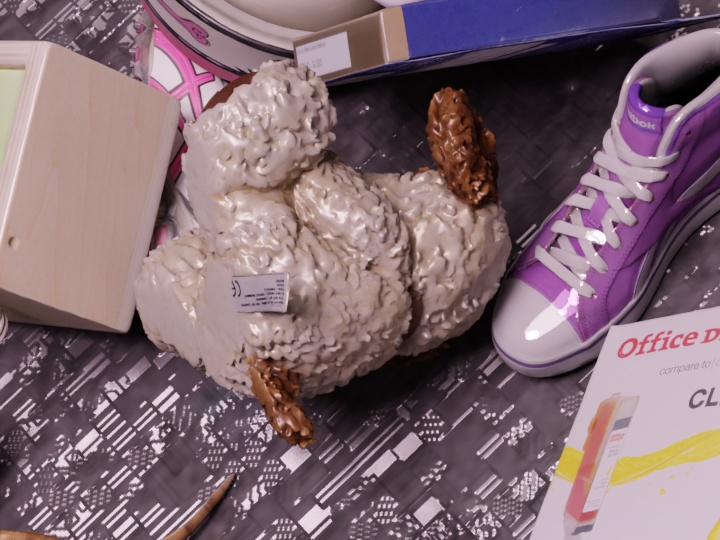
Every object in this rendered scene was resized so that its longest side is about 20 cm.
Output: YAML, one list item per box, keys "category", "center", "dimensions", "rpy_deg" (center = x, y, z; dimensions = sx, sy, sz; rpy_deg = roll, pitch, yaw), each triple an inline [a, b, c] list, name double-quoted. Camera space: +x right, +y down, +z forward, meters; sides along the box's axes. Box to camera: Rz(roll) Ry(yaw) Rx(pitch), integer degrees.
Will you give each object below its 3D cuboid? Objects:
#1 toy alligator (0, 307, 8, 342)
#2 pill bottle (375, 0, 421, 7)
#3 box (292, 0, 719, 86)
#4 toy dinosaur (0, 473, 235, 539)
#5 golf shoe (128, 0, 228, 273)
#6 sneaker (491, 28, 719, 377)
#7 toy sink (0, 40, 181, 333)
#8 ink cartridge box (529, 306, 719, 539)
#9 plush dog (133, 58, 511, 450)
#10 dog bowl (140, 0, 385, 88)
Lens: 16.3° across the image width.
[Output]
- category: "toy alligator"
  center: [-0.226, 0.103, 1.351]
  dimensions: [0.201, 0.054, 0.059]
  rpy_deg: [-55, 49, 16]
- category: "pill bottle"
  center: [0.089, -0.211, 1.338]
  dimensions: [0.199, 0.113, 0.112]
  rpy_deg: [-18, 54, -30]
- category: "box"
  center: [0.078, -0.126, 1.294]
  dimensions: [0.198, 0.121, 0.033]
  rpy_deg: [-9, 91, -23]
- category: "toy dinosaur"
  center: [-0.165, 0.159, 1.312]
  dimensions: [0.198, 0.060, 0.107]
  rpy_deg: [5, 108, -14]
- category: "golf shoe"
  center: [-0.083, -0.067, 1.400]
  dimensions: [0.091, 0.073, 0.202]
  rpy_deg: [-5, 69, 1]
- category: "sneaker"
  center: [0.129, -0.042, 1.284]
  dimensions: [0.073, 0.114, 0.201]
  rpy_deg: [37, 83, 28]
- category: "toy sink"
  center: [-0.213, -0.048, 1.361]
  dimensions: [0.199, 0.112, 0.131]
  rpy_deg: [6, 79, 43]
- category: "ink cartridge box"
  center: [0.158, 0.118, 1.165]
  dimensions: [0.145, 0.083, 0.201]
  rpy_deg: [-13, 45, 49]
- category: "plush dog"
  center: [0.000, 0.000, 1.259]
  dimensions: [0.171, 0.201, 0.161]
  rpy_deg: [-15, 57, -28]
- category: "dog bowl"
  center: [-0.042, -0.187, 1.391]
  dimensions: [0.198, 0.074, 0.202]
  rpy_deg: [7, 62, -13]
